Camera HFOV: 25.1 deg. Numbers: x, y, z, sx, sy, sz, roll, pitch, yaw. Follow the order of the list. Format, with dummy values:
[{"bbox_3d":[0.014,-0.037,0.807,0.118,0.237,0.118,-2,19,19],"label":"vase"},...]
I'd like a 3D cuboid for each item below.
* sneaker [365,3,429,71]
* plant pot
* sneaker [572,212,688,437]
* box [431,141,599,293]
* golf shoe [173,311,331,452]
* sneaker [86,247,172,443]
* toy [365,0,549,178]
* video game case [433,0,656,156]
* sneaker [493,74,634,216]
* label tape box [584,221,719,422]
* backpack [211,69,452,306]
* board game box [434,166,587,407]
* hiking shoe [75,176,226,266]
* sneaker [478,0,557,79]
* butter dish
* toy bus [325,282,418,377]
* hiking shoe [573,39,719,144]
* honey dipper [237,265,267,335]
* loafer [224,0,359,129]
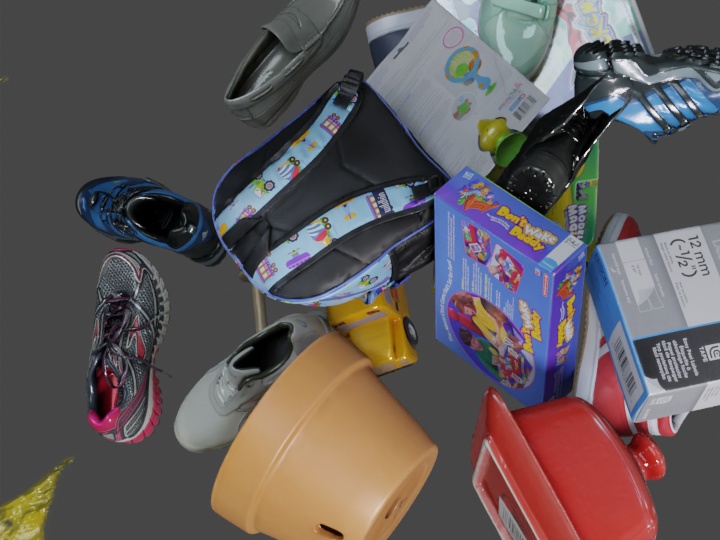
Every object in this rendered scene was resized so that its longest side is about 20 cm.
[{"bbox_3d":[0.108,-0.214,1.603,0.198,0.070,0.110,-11,79,13],"label":"sneaker"},{"bbox_3d":[-0.022,0.177,1.475,0.139,0.200,0.201,34,90,15],"label":"plant pot"},{"bbox_3d":[0.257,0.051,1.436,0.111,0.071,0.202,4,83,32],"label":"sneaker"},{"bbox_3d":[0.151,-0.049,1.491,0.199,0.048,0.119,-19,59,49],"label":"box"},{"bbox_3d":[-0.117,0.102,1.561,0.200,0.097,0.079,-40,67,15],"label":"golf shoe"},{"bbox_3d":[-0.244,0.074,1.665,0.080,0.075,0.202,-9,76,22],"label":"sneaker"},{"bbox_3d":[0.092,-0.156,1.508,0.115,0.047,0.200,-49,44,8],"label":"toy"},{"bbox_3d":[0.174,-0.235,1.547,0.180,0.023,0.202,-21,85,8],"label":"video game case"},{"bbox_3d":[0.159,-0.087,1.409,0.060,0.200,0.105,38,61,-1],"label":"sneaker"},{"bbox_3d":[0.307,0.035,1.370,0.198,0.066,0.145,-11,63,-8],"label":"label tape box"},{"bbox_3d":[-0.027,-0.050,1.479,0.199,0.135,0.183,-37,69,-9],"label":"backpack"},{"bbox_3d":[0.127,0.021,1.413,0.134,0.201,0.045,36,60,28],"label":"board game box"},{"bbox_3d":[-0.228,-0.066,1.700,0.198,0.087,0.075,14,79,30],"label":"hiking shoe"},{"bbox_3d":[0.149,-0.273,1.483,0.073,0.118,0.203,13,90,8],"label":"sneaker"},{"bbox_3d":[0.192,0.187,1.376,0.147,0.200,0.201,-25,69,-12],"label":"butter dish"},{"bbox_3d":[0.000,0.000,1.577,0.065,0.078,0.202,-19,65,19],"label":"toy bus"},{"bbox_3d":[0.292,-0.160,1.491,0.198,0.074,0.088,8,113,10],"label":"hiking shoe"},{"bbox_3d":[-0.100,0.059,1.636,0.038,0.038,0.202,-14,72,22],"label":"honey dipper"},{"bbox_3d":[-0.070,-0.241,1.698,0.070,0.070,0.201,34,90,31],"label":"loafer"}]
